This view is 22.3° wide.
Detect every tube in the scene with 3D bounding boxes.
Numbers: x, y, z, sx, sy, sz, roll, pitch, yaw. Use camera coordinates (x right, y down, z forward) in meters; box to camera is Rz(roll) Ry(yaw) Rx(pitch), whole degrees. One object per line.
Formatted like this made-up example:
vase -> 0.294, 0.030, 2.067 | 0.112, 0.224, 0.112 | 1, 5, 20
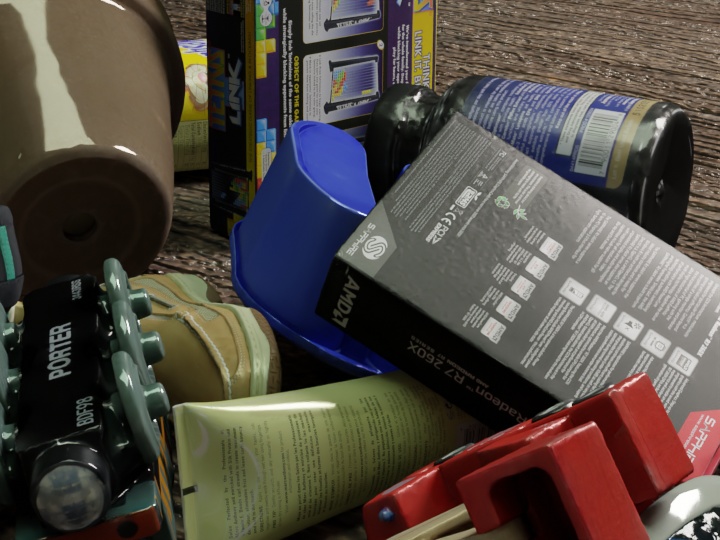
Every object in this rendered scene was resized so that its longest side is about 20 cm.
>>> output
tube -> -0.006, 0.079, 0.847 | 0.199, 0.052, 0.058 | -13, 60, -43

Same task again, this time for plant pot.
plant pot -> -0.188, -0.075, 1.121 | 0.198, 0.202, 0.175 | -6, 39, -21

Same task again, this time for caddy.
caddy -> 0.000, 0.000, 1.015 | 0.140, 0.106, 0.200 | 23, 17, -12

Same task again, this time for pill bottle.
pill bottle -> 0.107, -0.066, 1.184 | 0.198, 0.113, 0.112 | 12, 22, 24

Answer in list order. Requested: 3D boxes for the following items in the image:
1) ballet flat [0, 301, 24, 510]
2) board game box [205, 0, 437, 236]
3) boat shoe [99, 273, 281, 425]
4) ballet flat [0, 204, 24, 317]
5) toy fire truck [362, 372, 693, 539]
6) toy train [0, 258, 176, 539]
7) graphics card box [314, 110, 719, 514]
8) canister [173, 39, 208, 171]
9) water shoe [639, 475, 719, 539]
ballet flat -> -0.183, 0.055, 0.891 | 0.068, 0.072, 0.200 | 1, 20, 0
board game box -> -0.025, -0.133, 1.228 | 0.164, 0.202, 0.056 | -15, 24, -41
boat shoe -> -0.098, 0.045, 0.921 | 0.075, 0.073, 0.200 | 8, 6, -22
ballet flat -> -0.248, -0.026, 0.871 | 0.198, 0.074, 0.073 | 13, 22, 19
toy fire truck -> 0.053, 0.094, 0.706 | 0.140, 0.049, 0.199 | -23, -4, -43
toy train -> -0.116, 0.073, 0.783 | 0.084, 0.115, 0.200 | -17, 23, -4
graphics card box -> 0.092, 0.022, 0.869 | 0.199, 0.051, 0.126 | 33, 51, 8
canister -> -0.138, -0.124, 1.363 | 0.198, 0.088, 0.149 | -7, 21, -17
water shoe -> 0.113, 0.146, 0.703 | 0.079, 0.072, 0.199 | 42, 36, 20
